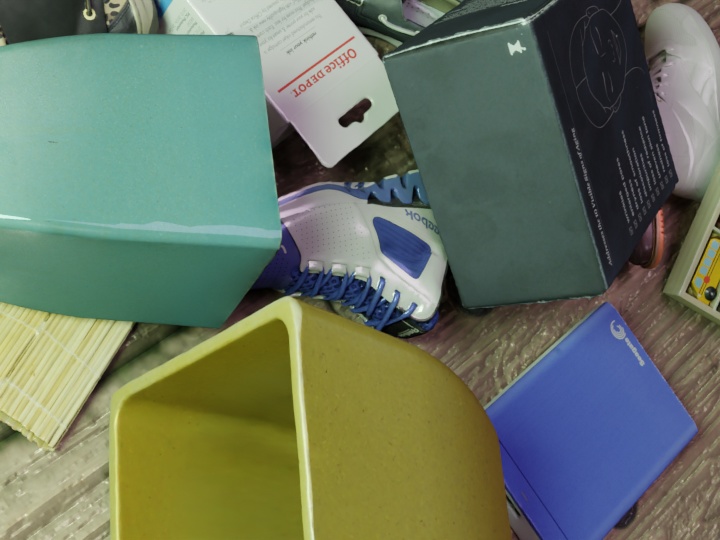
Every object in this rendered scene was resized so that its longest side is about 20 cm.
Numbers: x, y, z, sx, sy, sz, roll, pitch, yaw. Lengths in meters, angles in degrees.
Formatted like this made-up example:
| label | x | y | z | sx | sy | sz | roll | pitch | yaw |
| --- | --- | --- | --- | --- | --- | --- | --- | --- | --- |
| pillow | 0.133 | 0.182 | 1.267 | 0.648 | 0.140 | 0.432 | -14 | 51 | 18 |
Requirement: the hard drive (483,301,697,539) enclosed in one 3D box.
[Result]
| label | x | y | z | sx | sy | sz | roll | pitch | yaw |
| --- | --- | --- | --- | --- | --- | --- | --- | --- | --- |
| hard drive | 0.174 | 0.128 | 0.935 | 0.199 | 0.025 | 0.133 | -35 | 89 | -37 |

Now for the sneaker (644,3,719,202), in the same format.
| label | x | y | z | sx | sy | sz | roll | pitch | yaw |
| --- | --- | --- | --- | --- | --- | --- | --- | --- | --- |
| sneaker | 0.276 | -0.166 | 1.103 | 0.114 | 0.073 | 0.203 | 6 | 67 | -33 |

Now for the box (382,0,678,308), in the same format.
| label | x | y | z | sx | sy | sz | roll | pitch | yaw |
| --- | --- | --- | --- | --- | --- | --- | --- | --- | --- |
| box | 0.136 | -0.108 | 0.894 | 0.197 | 0.123 | 0.202 | -44 | 120 | -52 |

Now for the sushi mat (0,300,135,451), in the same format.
| label | x | y | z | sx | sy | sz | roll | pitch | yaw |
| --- | --- | --- | --- | --- | --- | --- | --- | --- | --- |
| sushi mat | -0.187 | 0.011 | 0.771 | 0.095 | 0.012 | 0.201 | 35 | 54 | -12 |

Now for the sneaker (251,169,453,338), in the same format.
| label | x | y | z | sx | sy | sz | roll | pitch | yaw |
| --- | --- | --- | --- | --- | --- | --- | --- | --- | --- |
| sneaker | 0.001 | 0.000 | 0.851 | 0.198 | 0.080 | 0.116 | -15 | 75 | -37 |

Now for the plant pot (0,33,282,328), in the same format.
| label | x | y | z | sx | sy | sz | roll | pitch | yaw |
| --- | --- | --- | --- | --- | --- | --- | --- | --- | --- |
| plant pot | -0.169 | -0.054 | 0.725 | 0.197 | 0.141 | 0.143 | 1 | 67 | -23 |

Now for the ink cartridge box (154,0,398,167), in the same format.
| label | x | y | z | sx | sy | sz | roll | pitch | yaw |
| --- | --- | --- | --- | --- | --- | --- | --- | --- | --- |
| ink cartridge box | -0.069 | -0.165 | 0.890 | 0.201 | 0.068 | 0.116 | 50 | 53 | -2 |

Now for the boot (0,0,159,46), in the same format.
| label | x | y | z | sx | sy | sz | roll | pitch | yaw |
| --- | --- | --- | --- | --- | --- | --- | --- | --- | --- |
| boot | -0.245 | -0.213 | 0.803 | 0.150 | 0.073 | 0.201 | -35 | 95 | -38 |

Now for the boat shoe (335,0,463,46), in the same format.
| label | x | y | z | sx | sy | sz | roll | pitch | yaw |
| --- | --- | --- | --- | --- | --- | --- | --- | --- | --- |
| boat shoe | 0.030 | -0.224 | 0.983 | 0.198 | 0.060 | 0.076 | 23 | 58 | -22 |

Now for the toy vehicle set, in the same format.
| label | x | y | z | sx | sy | sz | roll | pitch | yaw |
| --- | --- | --- | --- | --- | --- | --- | --- | --- | --- |
| toy vehicle set | 0.364 | -0.043 | 1.073 | 0.123 | 0.026 | 0.202 | 26 | 86 | -19 |

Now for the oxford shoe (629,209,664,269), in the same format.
| label | x | y | z | sx | sy | sz | roll | pitch | yaw |
| --- | --- | --- | --- | --- | --- | --- | --- | --- | --- |
| oxford shoe | 0.202 | -0.090 | 1.037 | 0.072 | 0.071 | 0.202 | -14 | 71 | -15 |

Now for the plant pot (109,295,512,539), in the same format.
| label | x | y | z | sx | sy | sz | roll | pitch | yaw |
| --- | --- | --- | --- | --- | --- | --- | --- | --- | --- |
| plant pot | -0.015 | 0.151 | 0.713 | 0.198 | 0.193 | 0.198 | 12 | 62 | -40 |
